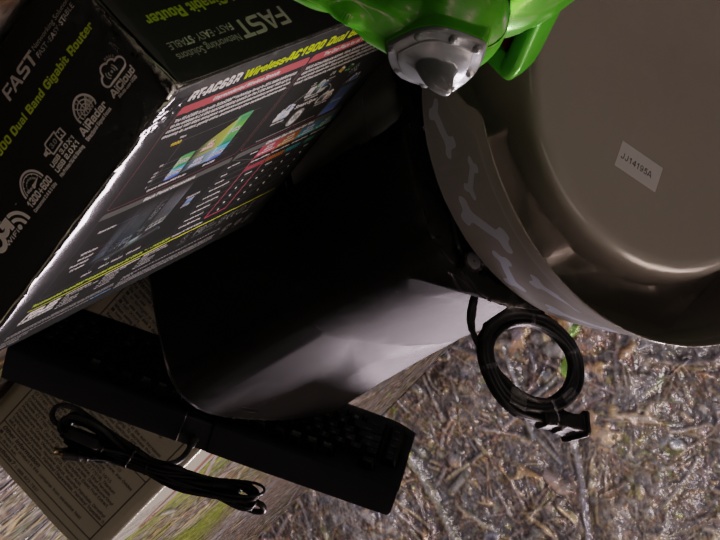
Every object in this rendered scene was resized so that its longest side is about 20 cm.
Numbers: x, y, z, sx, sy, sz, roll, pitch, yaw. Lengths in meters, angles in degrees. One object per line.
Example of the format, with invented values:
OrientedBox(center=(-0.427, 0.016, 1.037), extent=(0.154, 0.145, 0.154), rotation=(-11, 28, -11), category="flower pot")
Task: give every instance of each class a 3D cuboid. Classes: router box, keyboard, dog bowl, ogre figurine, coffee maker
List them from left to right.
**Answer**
OrientedBox(center=(-0.072, -0.060, 0.740), extent=(0.150, 0.062, 0.200), rotation=(-47, 171, 33), category="router box")
OrientedBox(center=(-0.075, 0.071, 0.944), extent=(0.127, 0.200, 0.021), rotation=(-68, 176, -62), category="keyboard")
OrientedBox(center=(0.000, 0.000, 0.882), extent=(0.200, 0.135, 0.192), rotation=(-31, -139, 46), category="coffee maker")
OrientedBox(center=(0.032, -0.131, 0.659), extent=(0.098, 0.120, 0.200), rotation=(-47, 172, 32), category="ogre figurine")
OrientedBox(center=(0.111, -0.066, 0.798), extent=(0.200, 0.200, 0.059), rotation=(-38, -167, -30), category="dog bowl")

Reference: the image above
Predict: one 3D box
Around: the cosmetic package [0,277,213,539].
OrientedBox(center=(-0.102, 0.050, 1.070), extent=(0.200, 0.103, 0.087), rotation=(-44, 174, 25), category="cosmetic package")
